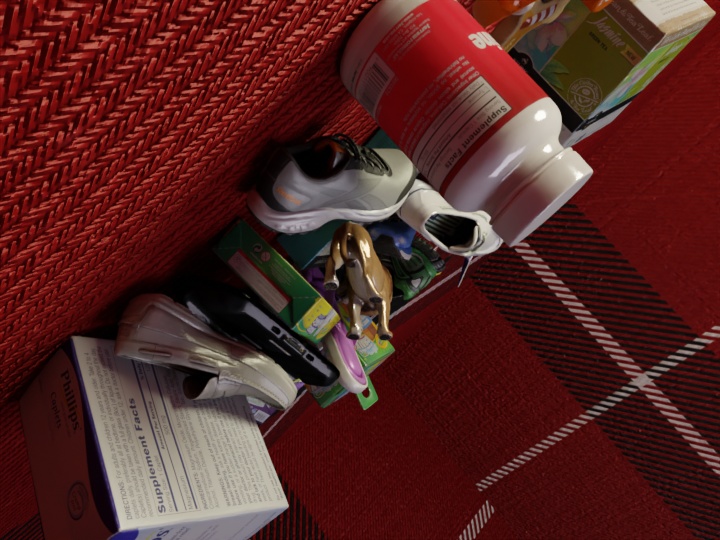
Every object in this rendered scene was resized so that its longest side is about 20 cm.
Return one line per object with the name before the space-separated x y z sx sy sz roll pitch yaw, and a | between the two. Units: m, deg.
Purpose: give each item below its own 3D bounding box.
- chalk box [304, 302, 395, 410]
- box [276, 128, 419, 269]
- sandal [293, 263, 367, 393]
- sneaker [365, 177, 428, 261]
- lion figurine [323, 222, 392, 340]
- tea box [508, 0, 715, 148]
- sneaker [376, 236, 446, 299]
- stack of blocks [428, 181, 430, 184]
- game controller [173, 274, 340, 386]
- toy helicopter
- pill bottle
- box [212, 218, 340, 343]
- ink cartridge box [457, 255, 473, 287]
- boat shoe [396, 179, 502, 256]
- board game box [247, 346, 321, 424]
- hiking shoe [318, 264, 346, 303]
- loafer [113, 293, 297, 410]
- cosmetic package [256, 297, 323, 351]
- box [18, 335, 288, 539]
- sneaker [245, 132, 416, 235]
chalk box | -0.034 0.142 1.155 0.124 0.200 0.125 -45 168 23
box | -0.001 -0.087 0.774 0.200 0.049 0.082 -44 169 16
sandal | -0.027 0.060 0.859 0.050 0.204 0.082 -32 151 13
sneaker | 0.045 -0.078 0.871 0.200 0.078 0.090 -68 174 -65
lion figurine | 0.000 0.000 0.756 0.071 0.124 0.201 -2 147 2
tea box | 0.296 -0.275 0.840 0.199 0.134 0.197 -31 165 -42
sneaker | 0.031 -0.006 0.978 0.085 0.078 0.199 -43 -158 -20
stack of blocks | 0.137 -0.153 0.852 0.116 0.058 0.200 -64 177 1
game controller | -0.103 0.066 0.698 0.200 0.103 0.043 46 51 -44
toy helicopter | 0.151 -0.240 0.643 0.132 0.079 0.200 -26 165 -51
pill bottle | 0.084 -0.121 0.535 0.112 0.200 0.112 -38 169 -9
box | -0.082 0.020 0.731 0.048 0.117 0.200 -46 169 -3
ink cartridge box | 0.178 -0.106 0.970 0.199 0.043 0.202 -61 174 -59
boat shoe | 0.117 -0.045 0.815 0.199 0.067 0.074 14 121 -42
board game box | -0.145 0.103 0.785 0.120 0.032 0.200 -40 133 12
hiking shoe | -0.071 0.030 0.977 0.199 0.076 0.101 -36 -179 7
loafer | -0.147 0.095 0.654 0.070 0.199 0.070 -14 -131 49
cosmetic package | -0.144 0.115 0.896 0.200 0.104 0.087 -41 -171 9
box | -0.195 0.176 0.644 0.105 0.185 0.199 -42 148 21
sneaker | -0.012 -0.090 0.635 0.199 0.074 0.080 -19 149 -43
